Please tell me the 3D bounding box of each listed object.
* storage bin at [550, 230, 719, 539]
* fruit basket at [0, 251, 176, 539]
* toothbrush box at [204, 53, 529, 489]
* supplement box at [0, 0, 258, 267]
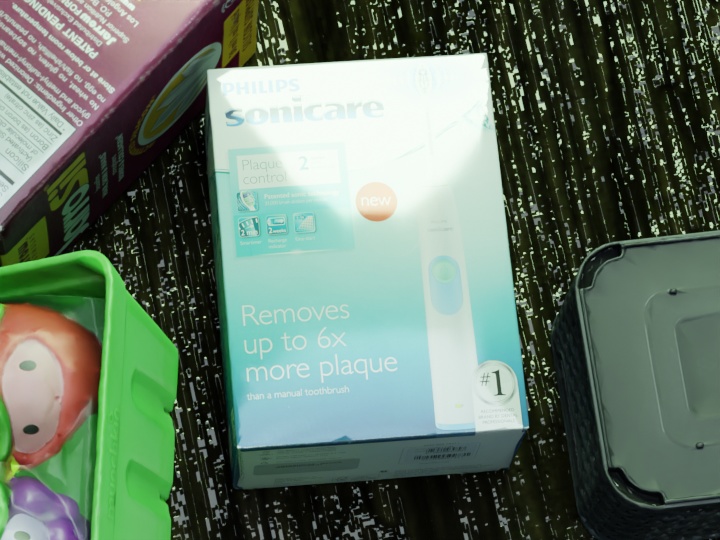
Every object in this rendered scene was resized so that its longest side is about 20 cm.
[{"bbox_3d":[0.205,0.055,1.402,0.199,0.094,0.136,-6,73,-7],"label":"storage bin"},{"bbox_3d":[-0.188,0.092,1.295,0.155,0.215,0.216,-10,69,30],"label":"fruit basket"},{"bbox_3d":[0.000,0.000,1.408,0.146,0.085,0.201,-3,71,-5],"label":"toothbrush box"},{"bbox_3d":[-0.149,-0.099,1.404,0.103,0.131,0.200,40,74,8],"label":"supplement box"}]
